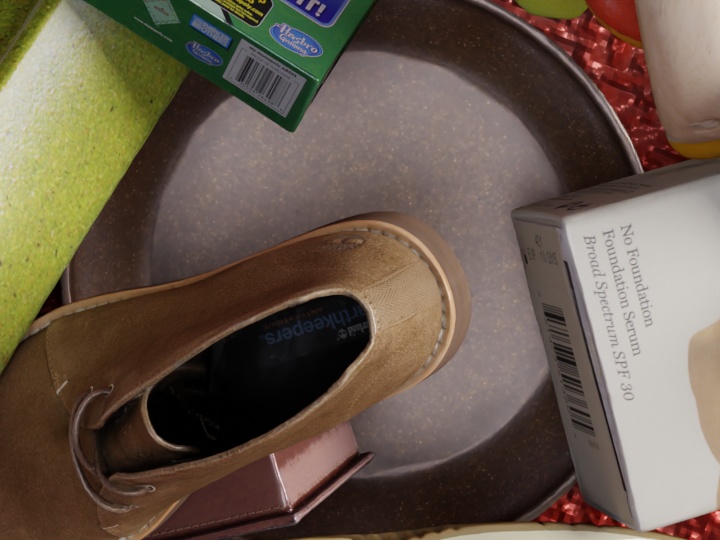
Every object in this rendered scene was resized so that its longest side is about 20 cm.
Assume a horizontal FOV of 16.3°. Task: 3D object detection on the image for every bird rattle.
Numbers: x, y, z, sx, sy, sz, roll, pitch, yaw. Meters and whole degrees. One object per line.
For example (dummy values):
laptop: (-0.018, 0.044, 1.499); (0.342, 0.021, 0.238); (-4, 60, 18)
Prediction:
bird rattle: (0.096, -0.122, 0.743); (0.112, 0.200, 0.164); (-9, 72, 0)

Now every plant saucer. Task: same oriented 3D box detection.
plant saucer: (-0.173, -0.058, 0.768); (0.199, 0.048, 0.200); (21, 57, 11)
plant saucer: (0.000, 0.000, 0.845); (0.200, 0.037, 0.201); (0, 97, 3)

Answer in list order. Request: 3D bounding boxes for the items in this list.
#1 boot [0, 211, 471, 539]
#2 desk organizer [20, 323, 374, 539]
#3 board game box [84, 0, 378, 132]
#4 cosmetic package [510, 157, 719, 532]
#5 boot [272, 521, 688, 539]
boot: (-0.068, 0.042, 0.716); (0.200, 0.075, 0.074); (-27, 91, 23)
desk organizer: (-0.107, 0.055, 0.810); (0.199, 0.072, 0.077); (-15, 96, 22)
board game box: (-0.074, -0.144, 0.791); (0.200, 0.135, 0.029); (32, 140, -1)
cosmetic package: (0.159, 0.004, 0.796); (0.199, 0.071, 0.106); (-17, 96, -8)
boot: (0.025, 0.159, 0.773); (0.199, 0.072, 0.155); (-3, 73, -14)
